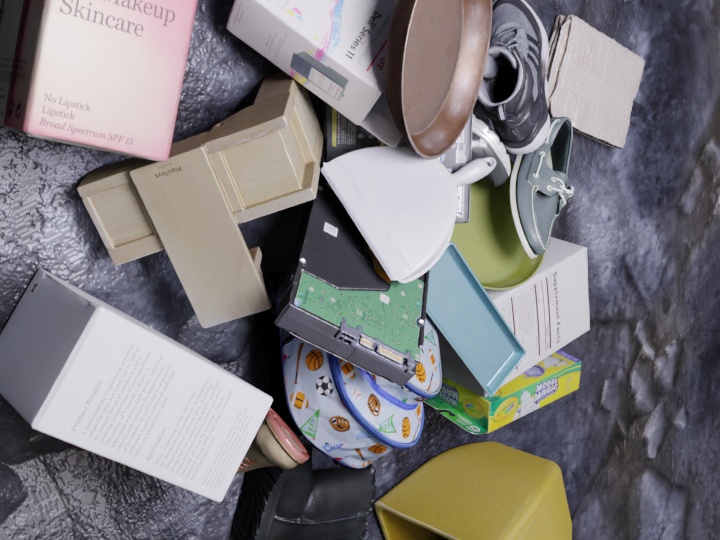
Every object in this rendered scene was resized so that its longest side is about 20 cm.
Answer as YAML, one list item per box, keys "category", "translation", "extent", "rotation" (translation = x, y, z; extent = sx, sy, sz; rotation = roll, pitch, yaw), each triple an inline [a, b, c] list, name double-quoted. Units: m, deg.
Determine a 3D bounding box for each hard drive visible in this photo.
- category: "hard drive"
  translation: [0.000, 0.000, 0.859]
  extent: [0.138, 0.038, 0.202]
  rotation: [26, 41, -16]

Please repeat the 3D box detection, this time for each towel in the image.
- category: "towel"
  translation: [0.315, -0.252, 1.211]
  extent: [0.198, 0.034, 0.135]
  rotation: [11, 95, -41]

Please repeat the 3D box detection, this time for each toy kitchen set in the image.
- category: "toy kitchen set"
  translation: [-0.129, -0.068, 0.871]
  extent: [0.197, 0.181, 0.165]
  rotation: [-17, 115, 9]

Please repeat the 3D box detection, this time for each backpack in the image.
- category: "backpack"
  translation: [-0.001, 0.101, 0.935]
  extent: [0.199, 0.153, 0.193]
  rotation: [30, 47, -40]

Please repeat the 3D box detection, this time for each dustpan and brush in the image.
- category: "dustpan and brush"
  translation: [0.068, -0.079, 0.892]
  extent: [0.198, 0.057, 0.141]
  rotation: [-29, 79, -22]

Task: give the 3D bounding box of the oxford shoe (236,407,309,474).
- category: "oxford shoe"
  translation: [-0.106, 0.176, 0.877]
  extent: [0.075, 0.200, 0.071]
  rotation: [-41, 98, -18]

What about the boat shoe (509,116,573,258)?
- category: "boat shoe"
  translation: [0.218, -0.105, 1.052]
  extent: [0.073, 0.061, 0.203]
  rotation: [50, 40, -41]

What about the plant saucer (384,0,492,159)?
- category: "plant saucer"
  translation: [0.072, -0.209, 0.844]
  extent: [0.200, 0.034, 0.203]
  rotation: [-44, 142, -47]

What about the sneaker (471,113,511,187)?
- category: "sneaker"
  translation: [0.088, -0.154, 1.024]
  extent: [0.199, 0.074, 0.085]
  rotation: [40, 87, -20]

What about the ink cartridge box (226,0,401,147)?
- category: "ink cartridge box"
  translation: [-0.013, -0.225, 0.851]
  extent: [0.199, 0.067, 0.118]
  rotation: [35, 62, -7]

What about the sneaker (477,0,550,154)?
- category: "sneaker"
  translation: [0.168, -0.242, 1.015]
  extent: [0.114, 0.074, 0.204]
  rotation: [31, 52, -59]

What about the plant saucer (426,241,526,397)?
- category: "plant saucer"
  translation: [0.118, 0.056, 0.983]
  extent: [0.070, 0.019, 0.201]
  rotation: [-47, 126, -12]

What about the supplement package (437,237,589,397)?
- category: "supplement package"
  translation: [0.178, 0.045, 1.119]
  extent: [0.198, 0.120, 0.122]
  rotation: [-26, 119, -32]

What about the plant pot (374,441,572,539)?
- category: "plant pot"
  translation: [0.168, 0.337, 1.156]
  extent: [0.199, 0.193, 0.197]
  rotation: [-38, 123, -36]

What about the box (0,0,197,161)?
- category: "box"
  translation: [-0.216, -0.204, 0.738]
  extent: [0.126, 0.108, 0.204]
  rotation: [7, 98, -39]

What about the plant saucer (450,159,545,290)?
- category: "plant saucer"
  translation: [0.132, -0.065, 1.056]
  extent: [0.197, 0.031, 0.203]
  rotation: [13, 60, -24]

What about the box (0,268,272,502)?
- category: "box"
  translation: [-0.207, 0.103, 0.799]
  extent: [0.199, 0.151, 0.108]
  rotation: [35, 80, -38]

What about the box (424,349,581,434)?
- category: "box"
  translation: [0.174, 0.141, 1.145]
  extent: [0.198, 0.117, 0.049]
  rotation: [-19, 120, -34]

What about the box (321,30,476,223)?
- category: "box"
  translation: [0.039, -0.151, 0.949]
  extent: [0.158, 0.049, 0.204]
  rotation: [-2, 101, -9]

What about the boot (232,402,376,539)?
- category: "boot"
  translation: [-0.049, 0.238, 1.018]
  extent: [0.161, 0.073, 0.202]
  rotation: [11, 102, -38]
